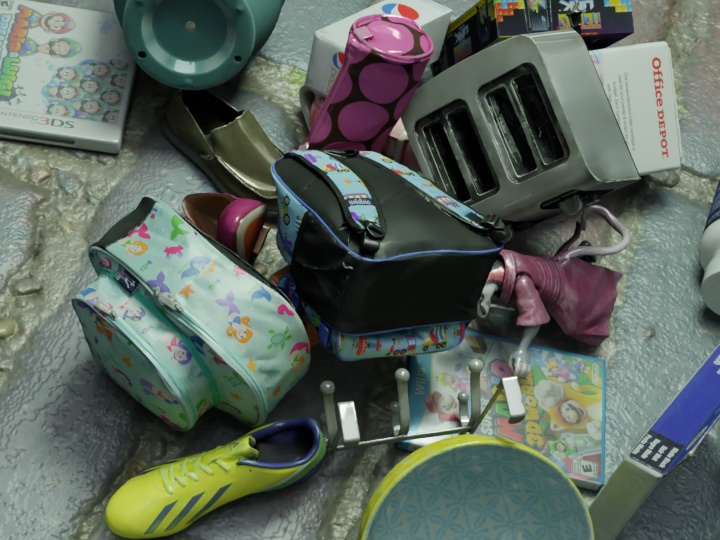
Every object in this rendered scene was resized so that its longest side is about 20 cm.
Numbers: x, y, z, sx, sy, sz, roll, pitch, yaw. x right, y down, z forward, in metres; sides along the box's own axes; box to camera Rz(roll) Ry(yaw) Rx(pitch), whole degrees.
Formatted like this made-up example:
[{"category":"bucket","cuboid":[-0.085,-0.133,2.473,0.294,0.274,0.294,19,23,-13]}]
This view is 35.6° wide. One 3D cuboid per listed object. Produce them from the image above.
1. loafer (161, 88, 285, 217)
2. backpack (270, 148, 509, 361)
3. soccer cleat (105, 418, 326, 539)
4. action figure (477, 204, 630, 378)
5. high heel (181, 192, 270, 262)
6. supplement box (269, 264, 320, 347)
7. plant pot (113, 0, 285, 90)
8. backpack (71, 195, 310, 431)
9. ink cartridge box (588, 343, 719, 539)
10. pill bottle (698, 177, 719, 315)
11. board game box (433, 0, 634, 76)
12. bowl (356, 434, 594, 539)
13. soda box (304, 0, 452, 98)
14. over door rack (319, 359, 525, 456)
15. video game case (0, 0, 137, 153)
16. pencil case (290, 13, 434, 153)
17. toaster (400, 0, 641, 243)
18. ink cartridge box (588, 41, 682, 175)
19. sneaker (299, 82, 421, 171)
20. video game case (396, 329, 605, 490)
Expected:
[{"category":"loafer","cuboid":[-0.134,-0.130,1.193,0.200,0.070,0.075,35,55,14]},{"category":"backpack","cuboid":[0.004,-0.027,1.023,0.182,0.135,0.200,-5,34,-36]},{"category":"soccer cleat","cuboid":[-0.124,0.172,0.966,0.200,0.084,0.065,-15,59,-22]},{"category":"action figure","cuboid":[0.179,0.013,1.104,0.200,0.149,0.134,9,29,-40]},{"category":"high heel","cuboid":[-0.141,-0.047,1.072,0.096,0.200,0.067,24,85,-1]},{"category":"supplement box","cuboid":[0.000,0.000,1.130,0.200,0.067,0.069,-33,67,-30]},{"category":"plant pot","cuboid":[-0.175,-0.290,1.190,0.200,0.200,0.188,7,35,-7]},{"category":"backpack","cuboid":[-0.146,0.052,0.990,0.200,0.178,0.151,30,63,14]},{"category":"ink cartridge box","cuboid":[0.288,0.139,1.008,0.041,0.200,0.200,39,55,16]},{"category":"pill bottle","cuboid":[0.435,-0.042,1.228,0.111,0.111,0.200,25,53,6]},{"category":"board game box","cuboid":[0.192,-0.270,1.290,0.165,0.200,0.057,-4,88,-16]},{"category":"bowl","cuboid":[0.086,0.221,0.946,0.200,0.200,0.108,3,11,-10]},{"category":"soda box","cuboid":[0.023,-0.248,1.243,0.064,0.068,0.200,30,39,20]},{"category":"over door rack","cuboid":[0.044,0.113,0.955,0.148,0.200,0.067,-8,80,-8]},{"category":"video game case","cuboid":[-0.344,-0.221,1.243,0.182,0.024,0.200,7,53,-7]},{"category":"pencil case","cuboid":[-0.006,-0.163,1.121,0.094,0.200,0.091,8,43,-25]},{"category":"toaster","cuboid":[0.158,-0.140,1.126,0.119,0.181,0.200,-17,85,-54]},{"category":"ink cartridge box","cuboid":[0.249,-0.171,1.257,0.200,0.084,0.145,-11,98,-20]},{"category":"sneaker","cuboid":[0.005,-0.154,1.236,0.105,0.075,0.200,-19,53,-31]},{"category":"video game case","cuboid":[0.142,0.129,1.097,0.200,0.018,0.143,12,53,-3]}]
